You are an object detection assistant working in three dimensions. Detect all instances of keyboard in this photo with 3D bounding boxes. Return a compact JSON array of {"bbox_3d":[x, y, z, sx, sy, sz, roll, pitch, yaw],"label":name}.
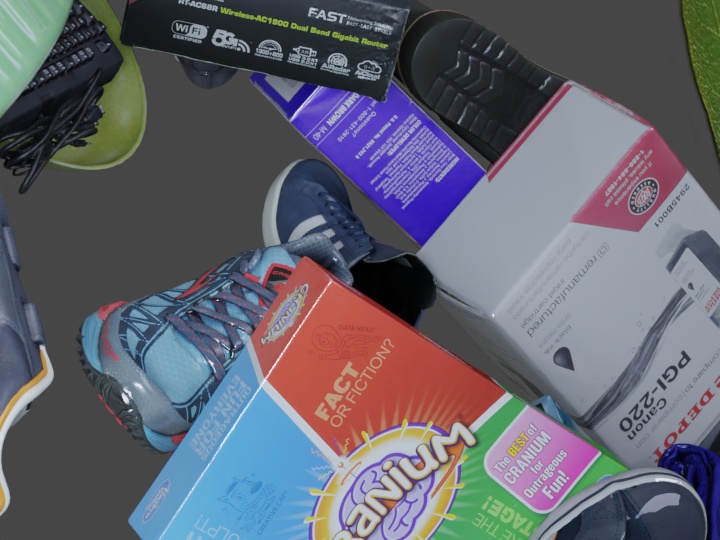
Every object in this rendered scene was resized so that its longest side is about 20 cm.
[{"bbox_3d":[-0.164,-0.103,1.353,0.104,0.040,0.200,52,27,-2],"label":"keyboard"}]

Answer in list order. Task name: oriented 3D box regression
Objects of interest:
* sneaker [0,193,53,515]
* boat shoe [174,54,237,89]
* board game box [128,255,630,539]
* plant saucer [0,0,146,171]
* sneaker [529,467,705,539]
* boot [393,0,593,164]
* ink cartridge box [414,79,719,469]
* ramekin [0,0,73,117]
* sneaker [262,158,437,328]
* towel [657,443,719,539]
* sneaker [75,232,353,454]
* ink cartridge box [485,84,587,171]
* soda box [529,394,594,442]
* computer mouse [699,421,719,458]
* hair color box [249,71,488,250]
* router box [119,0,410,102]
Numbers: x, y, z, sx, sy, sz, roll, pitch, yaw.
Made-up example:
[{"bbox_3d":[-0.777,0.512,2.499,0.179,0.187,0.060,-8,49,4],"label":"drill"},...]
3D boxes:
[{"bbox_3d":[-0.181,0.025,1.195,0.079,0.078,0.200,29,45,-31],"label":"sneaker"},{"bbox_3d":[-0.094,-0.179,1.632,0.200,0.072,0.063,-96,-177,-55],"label":"boat shoe"},{"bbox_3d":[0.013,0.109,1.307,0.200,0.153,0.040,32,2,-26],"label":"board game box"},{"bbox_3d":[-0.193,-0.127,1.413,0.200,0.031,0.200,39,29,-26],"label":"plant saucer"},{"bbox_3d":[0.092,0.175,1.284,0.078,0.200,0.079,55,-9,-23],"label":"sneaker"},{"bbox_3d":[0.081,-0.102,1.632,0.200,0.077,0.138,44,-2,-30],"label":"boot"},{"bbox_3d":[0.143,0.014,1.562,0.085,0.146,0.200,34,-9,47],"label":"ink cartridge box"},{"bbox_3d":[-0.216,-0.104,1.168,0.098,0.200,0.200,47,26,-26],"label":"ramekin"},{"bbox_3d":[0.000,0.000,1.509,0.075,0.084,0.200,33,32,-34],"label":"sneaker"},{"bbox_3d":[0.205,0.212,1.532,0.148,0.049,0.200,-66,143,-60],"label":"towel"},{"bbox_3d":[-0.067,0.022,1.359,0.079,0.095,0.200,53,26,1],"label":"sneaker"},{"bbox_3d":[0.168,-0.002,1.786,0.200,0.083,0.145,49,27,-9],"label":"ink cartridge box"},{"bbox_3d":[0.105,0.127,1.470,0.064,0.068,0.200,65,8,19],"label":"soda box"},{"bbox_3d":[0.229,0.098,1.692,0.138,0.200,0.053,37,-6,-28],"label":"computer mouse"},{"bbox_3d":[0.032,-0.057,1.614,0.200,0.065,0.109,41,3,-22],"label":"hair color box"},{"bbox_3d":[-0.047,-0.184,1.536,0.150,0.062,0.200,12,35,-6],"label":"router box"}]
